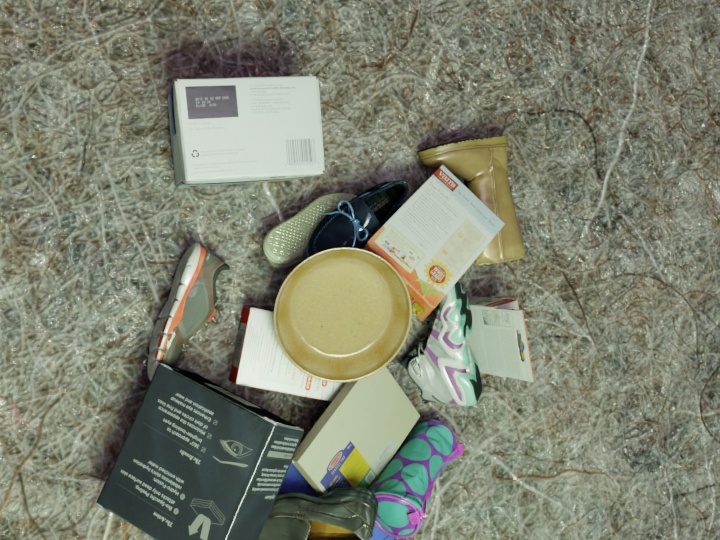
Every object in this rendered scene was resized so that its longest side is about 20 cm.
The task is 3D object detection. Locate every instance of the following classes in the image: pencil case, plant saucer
[{"bbox_3d":[0.083,0.308,1.146,0.200,0.090,0.087,-45,138,-56],"label":"pencil case"},{"bbox_3d":[-0.025,0.059,1.084,0.194,0.036,0.206,-2,110,-6],"label":"plant saucer"}]

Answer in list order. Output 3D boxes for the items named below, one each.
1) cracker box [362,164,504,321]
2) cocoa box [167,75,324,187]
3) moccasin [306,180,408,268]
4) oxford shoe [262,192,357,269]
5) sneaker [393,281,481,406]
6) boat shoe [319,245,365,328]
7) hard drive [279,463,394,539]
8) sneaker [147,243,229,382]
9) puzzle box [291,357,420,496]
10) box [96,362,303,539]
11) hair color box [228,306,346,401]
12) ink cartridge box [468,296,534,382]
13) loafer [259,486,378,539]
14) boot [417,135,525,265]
[{"bbox_3d":[0.107,-0.044,1.137,0.134,0.058,0.200,43,60,4],"label":"cracker box"},{"bbox_3d":[-0.163,-0.192,1.073,0.195,0.131,0.138,-6,94,-20],"label":"cocoa box"},{"bbox_3d":[-0.004,-0.080,1.123,0.081,0.068,0.200,46,56,-5],"label":"moccasin"},{"bbox_3d":[-0.069,-0.060,1.154,0.198,0.058,0.076,-29,81,-32],"label":"oxford shoe"},{"bbox_3d":[0.107,0.116,1.196,0.136,0.077,0.206,-6,97,24],"label":"sneaker"},{"bbox_3d":[0.000,0.000,1.148,0.073,0.066,0.201,36,61,0],"label":"boat shoe"},{"bbox_3d":[-0.044,0.352,1.131,0.130,0.026,0.202,-31,72,-20],"label":"hard drive"},{"bbox_3d":[-0.238,0.069,1.083,0.080,0.077,0.205,23,84,-25],"label":"sneaker"},{"bbox_3d":[-0.004,0.242,1.120,0.201,0.025,0.134,-49,118,-28],"label":"puzzle box"},{"bbox_3d":[-0.210,0.261,1.025,0.193,0.117,0.204,22,82,21],"label":"box"},{"bbox_3d":[-0.088,0.128,1.144,0.195,0.064,0.114,14,84,-19],"label":"hair color box"},{"bbox_3d":[0.215,0.102,1.183,0.049,0.199,0.112,-12,95,-24],"label":"ink cartridge box"},{"bbox_3d":[-0.073,0.350,1.049,0.195,0.073,0.074,-16,118,15],"label":"loafer"},{"bbox_3d":[0.184,-0.108,1.242,0.171,0.066,0.206,-10,96,-19],"label":"boot"}]
